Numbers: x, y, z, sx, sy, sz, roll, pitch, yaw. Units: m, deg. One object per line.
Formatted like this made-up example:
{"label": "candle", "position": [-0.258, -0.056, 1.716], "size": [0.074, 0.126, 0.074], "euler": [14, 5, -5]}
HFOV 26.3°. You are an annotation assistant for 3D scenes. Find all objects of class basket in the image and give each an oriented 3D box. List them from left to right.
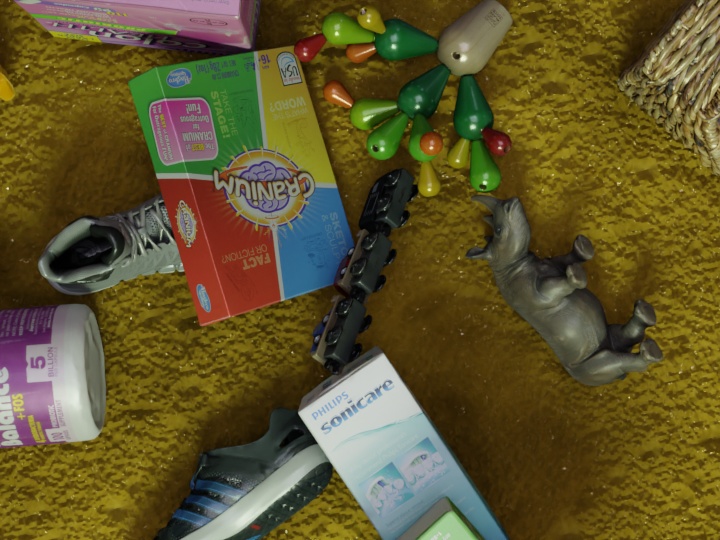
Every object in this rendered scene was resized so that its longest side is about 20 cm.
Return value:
{"label": "basket", "position": [0.328, -0.182, 1.238], "size": [0.149, 0.143, 0.200], "euler": [41, 90, 0]}

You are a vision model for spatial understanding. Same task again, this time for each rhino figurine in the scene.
{"label": "rhino figurine", "position": [0.158, 0.014, 1.269], "size": [0.200, 0.060, 0.087], "euler": [47, 133, 1]}

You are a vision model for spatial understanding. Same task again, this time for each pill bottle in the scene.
{"label": "pill bottle", "position": [-0.312, 0.090, 1.246], "size": [0.198, 0.112, 0.113], "euler": [-5, 90, 0]}

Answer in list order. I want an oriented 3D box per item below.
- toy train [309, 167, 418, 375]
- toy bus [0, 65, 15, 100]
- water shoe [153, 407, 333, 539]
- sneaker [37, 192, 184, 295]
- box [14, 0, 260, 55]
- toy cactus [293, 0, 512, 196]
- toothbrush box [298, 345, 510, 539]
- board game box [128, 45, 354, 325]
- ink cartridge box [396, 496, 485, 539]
{"label": "toy train", "position": [0.000, 0.000, 1.243], "size": [0.034, 0.046, 0.201], "euler": [40, 52, -28]}
{"label": "toy bus", "position": [-0.411, -0.179, 1.245], "size": [0.199, 0.136, 0.193], "euler": [-30, 77, 2]}
{"label": "water shoe", "position": [-0.116, 0.192, 1.280], "size": [0.199, 0.072, 0.079], "euler": [-33, 63, 1]}
{"label": "sneaker", "position": [-0.168, -0.028, 1.246], "size": [0.199, 0.115, 0.076], "euler": [-23, 90, 0]}
{"label": "box", "position": [-0.169, -0.235, 1.204], "size": [0.174, 0.200, 0.098], "euler": [6, 90, -1]}
{"label": "toy cactus", "position": [0.059, -0.162, 1.269], "size": [0.200, 0.102, 0.165], "euler": [41, 80, 8]}
{"label": "toothbrush box", "position": [0.037, 0.166, 1.233], "size": [0.085, 0.146, 0.201], "euler": [-35, 89, -1]}
{"label": "board game box", "position": [-0.089, -0.072, 1.240], "size": [0.152, 0.040, 0.202], "euler": [-18, 91, -43]}
{"label": "ink cartridge box", "position": [0.077, 0.290, 1.116], "size": [0.145, 0.084, 0.200], "euler": [-42, 89, -2]}
